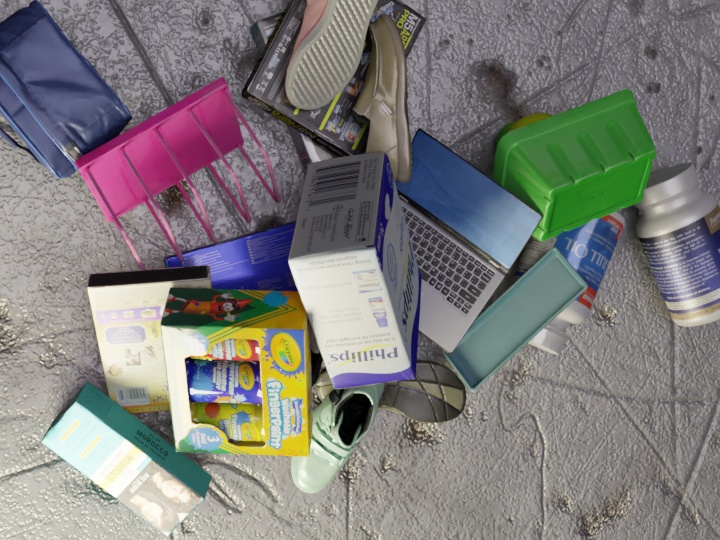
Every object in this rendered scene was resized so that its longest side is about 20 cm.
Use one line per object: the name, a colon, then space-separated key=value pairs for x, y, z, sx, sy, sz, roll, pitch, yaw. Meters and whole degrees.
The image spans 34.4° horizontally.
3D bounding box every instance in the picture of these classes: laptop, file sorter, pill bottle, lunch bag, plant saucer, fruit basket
laptop: x=0.093 y=-0.032 z=1.447 sx=0.186 sy=0.116 sz=0.201 roll=36 pitch=90 yaw=8
file sorter: x=-0.209 y=-0.101 z=1.383 sx=0.199 sy=0.139 sz=0.126 roll=-31 pitch=68 yaw=-10
pill bottle: x=0.444 y=-0.036 z=1.580 sx=0.115 sy=0.116 sz=0.202 roll=-27 pitch=99 yaw=-11
lunch bag: x=-0.378 y=-0.208 z=1.360 sx=0.132 sy=0.136 sz=0.200 roll=-42 pitch=100 yaw=-9
plant saucer: x=0.197 y=0.064 z=1.479 sx=0.200 sy=0.019 sz=0.070 roll=-44 pitch=64 yaw=12
fruit basket: x=0.244 y=-0.151 z=1.468 sx=0.212 sy=0.157 sz=0.218 roll=1 pitch=50 yaw=-1
pill bottle: x=0.265 y=0.004 z=1.540 sx=0.111 sy=0.112 sz=0.202 roll=23 pitch=88 yaw=-14

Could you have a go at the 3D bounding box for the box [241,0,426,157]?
box: x=-0.032 y=-0.263 z=1.428 sx=0.159 sy=0.044 sz=0.202 roll=29 pitch=83 yaw=-17

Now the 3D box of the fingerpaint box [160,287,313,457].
fingerpaint box: x=-0.140 y=0.123 z=1.361 sx=0.164 sy=0.074 sz=0.202 roll=2 pitch=127 yaw=1

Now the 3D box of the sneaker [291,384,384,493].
sneaker: x=-0.038 y=0.210 z=1.454 sx=0.073 sy=0.118 sz=0.202 roll=28 pitch=107 yaw=-2

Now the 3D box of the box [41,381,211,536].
box: x=-0.287 y=0.234 z=1.434 sx=0.199 sy=0.049 sz=0.082 roll=40 pitch=112 yaw=-12

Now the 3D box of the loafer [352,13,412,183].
loafer: x=0.023 y=-0.204 z=1.384 sx=0.067 sy=0.076 sz=0.203 roll=-5 pitch=89 yaw=-1

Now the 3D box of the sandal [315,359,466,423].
sandal: x=0.041 y=0.149 z=1.526 sx=0.198 sy=0.057 sz=0.081 roll=7 pitch=97 yaw=1

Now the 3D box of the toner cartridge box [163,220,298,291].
toner cartridge box: x=-0.142 y=0.003 z=1.476 sx=0.197 sy=0.043 sz=0.096 roll=-16 pitch=96 yaw=-13

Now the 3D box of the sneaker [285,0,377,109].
sneaker: x=-0.036 y=-0.295 z=1.373 sx=0.074 sy=0.105 sz=0.202 roll=14 pitch=117 yaw=-25

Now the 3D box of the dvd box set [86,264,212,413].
dvd box set: x=-0.241 y=0.086 z=1.400 sx=0.144 sy=0.030 sz=0.202 roll=-5 pitch=127 yaw=-3

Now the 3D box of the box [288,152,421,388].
box: x=0.000 y=0.000 z=1.354 sx=0.103 sy=0.185 sz=0.202 roll=-7 pitch=129 yaw=13

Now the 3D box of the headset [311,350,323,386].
headset: x=-0.089 y=0.096 z=1.489 sx=0.198 sy=0.094 sz=0.125 roll=-21 pitch=109 yaw=4

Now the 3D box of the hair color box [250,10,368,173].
hair color box: x=-0.056 y=-0.233 z=1.476 sx=0.098 sy=0.061 sz=0.202 roll=-23 pitch=98 yaw=-13
